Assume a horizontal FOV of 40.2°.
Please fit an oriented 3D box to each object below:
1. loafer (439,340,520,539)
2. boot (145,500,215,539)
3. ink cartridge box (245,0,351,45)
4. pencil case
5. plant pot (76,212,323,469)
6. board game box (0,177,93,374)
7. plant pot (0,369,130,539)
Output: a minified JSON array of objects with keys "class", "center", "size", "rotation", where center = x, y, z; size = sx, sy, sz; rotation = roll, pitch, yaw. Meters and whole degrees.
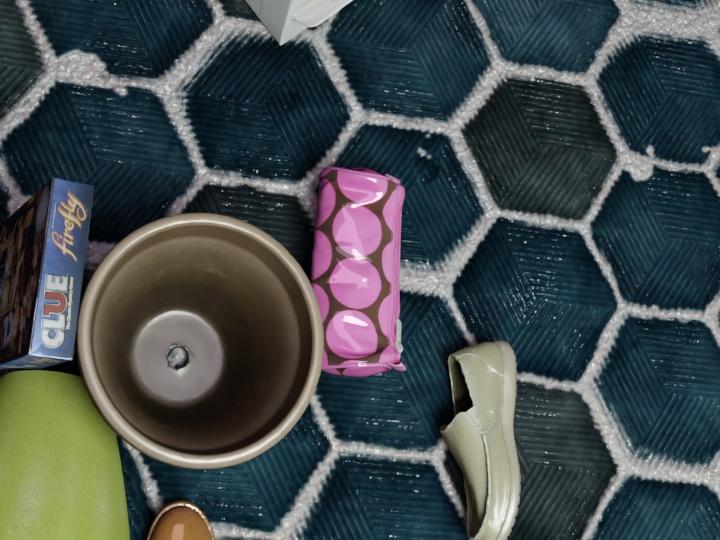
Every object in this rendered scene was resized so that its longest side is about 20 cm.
[{"class":"loafer","center":[0.111,0.166,0.948],"size":[0.067,0.076,0.203],"rotation":[6,68,-10]},{"class":"boot","center":[-0.152,0.297,0.815],"size":[0.075,0.155,0.204],"rotation":[10,77,-10]},{"class":"ink cartridge box","center":[-0.070,-0.336,0.976],"size":[0.128,0.125,0.201],"rotation":[-37,89,-16]},{"class":"pencil case","center":[0.000,0.000,0.947],"size":[0.092,0.091,0.204],"rotation":[-3,80,23]},{"class":"plant pot","center":[-0.145,0.068,0.850],"size":[0.197,0.174,0.204],"rotation":[3,78,-17]},{"class":"board game box","center":[-0.274,0.013,0.822],"size":[0.034,0.199,0.138],"rotation":[10,76,-30]},{"class":"plant pot","center":[-0.270,0.193,0.813],"size":[0.184,0.188,0.203],"rotation":[7,64,-11]}]
